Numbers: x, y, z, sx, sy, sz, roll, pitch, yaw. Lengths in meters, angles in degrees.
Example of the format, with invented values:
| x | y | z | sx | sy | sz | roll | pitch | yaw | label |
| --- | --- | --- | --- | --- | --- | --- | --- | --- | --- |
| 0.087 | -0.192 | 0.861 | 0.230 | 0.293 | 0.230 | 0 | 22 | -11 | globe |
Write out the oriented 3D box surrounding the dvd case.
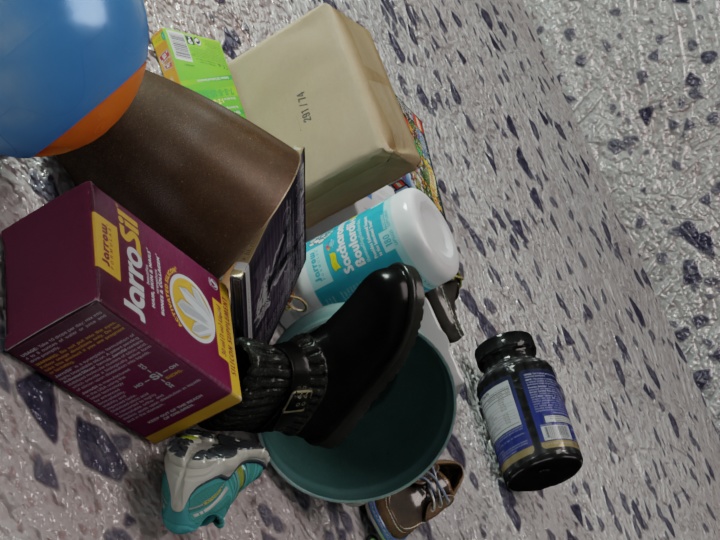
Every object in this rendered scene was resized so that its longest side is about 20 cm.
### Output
| x | y | z | sx | sy | sz | roll | pitch | yaw | label |
| --- | --- | --- | --- | --- | --- | --- | --- | --- | --- |
| -0.087 | -0.003 | 1.584 | 0.200 | 0.016 | 0.149 | -69 | 165 | -46 | dvd case |

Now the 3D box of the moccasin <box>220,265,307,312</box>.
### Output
| x | y | z | sx | sy | sz | roll | pitch | yaw | label |
| --- | --- | --- | --- | --- | --- | --- | --- | --- | --- |
| -0.100 | 0.022 | 1.704 | 0.074 | 0.077 | 0.202 | 56 | 21 | -20 | moccasin |

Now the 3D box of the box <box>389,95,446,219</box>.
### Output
| x | y | z | sx | sy | sz | roll | pitch | yaw | label |
| --- | --- | --- | --- | --- | --- | --- | --- | --- | --- |
| 0.060 | -0.170 | 2.395 | 0.137 | 0.038 | 0.201 | 39 | 31 | -48 | box |

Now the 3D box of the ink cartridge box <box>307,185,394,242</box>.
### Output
| x | y | z | sx | sy | sz | roll | pitch | yaw | label |
| --- | --- | --- | --- | --- | --- | --- | --- | --- | --- |
| 0.006 | -0.015 | 2.003 | 0.145 | 0.083 | 0.201 | 27 | 40 | -59 | ink cartridge box |

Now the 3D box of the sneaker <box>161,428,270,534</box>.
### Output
| x | y | z | sx | sy | sz | roll | pitch | yaw | label |
| --- | --- | --- | --- | --- | --- | --- | --- | --- | --- |
| -0.135 | 0.185 | 1.449 | 0.200 | 0.077 | 0.080 | 2 | 101 | -77 | sneaker |

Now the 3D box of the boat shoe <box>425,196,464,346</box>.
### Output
| x | y | z | sx | sy | sz | roll | pitch | yaw | label |
| --- | --- | --- | --- | --- | --- | --- | --- | --- | --- |
| 0.087 | -0.003 | 1.934 | 0.072 | 0.060 | 0.202 | 64 | 4 | -59 | boat shoe |

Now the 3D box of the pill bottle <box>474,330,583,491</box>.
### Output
| x | y | z | sx | sy | sz | roll | pitch | yaw | label |
| --- | --- | --- | --- | --- | --- | --- | --- | --- | --- |
| 0.222 | 0.189 | 2.237 | 0.112 | 0.111 | 0.201 | 32 | 37 | -54 | pill bottle |

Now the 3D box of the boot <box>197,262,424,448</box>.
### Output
| x | y | z | sx | sy | sz | roll | pitch | yaw | label |
| --- | --- | --- | --- | --- | --- | --- | --- | --- | --- |
| -0.047 | 0.072 | 1.501 | 0.157 | 0.212 | 0.079 | 18 | 20 | -38 | boot |

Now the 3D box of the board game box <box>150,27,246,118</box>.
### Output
| x | y | z | sx | sy | sz | roll | pitch | yaw | label |
| --- | --- | --- | --- | --- | --- | --- | --- | --- | --- |
| -0.167 | -0.175 | 1.841 | 0.095 | 0.030 | 0.201 | 6 | 56 | -52 | board game box |

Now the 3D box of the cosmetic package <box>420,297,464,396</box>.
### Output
| x | y | z | sx | sy | sz | roll | pitch | yaw | label |
| --- | --- | --- | --- | --- | --- | --- | --- | --- | --- |
| 0.058 | 0.108 | 1.870 | 0.200 | 0.084 | 0.108 | 81 | -14 | -78 | cosmetic package |

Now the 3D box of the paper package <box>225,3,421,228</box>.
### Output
| x | y | z | sx | sy | sz | roll | pitch | yaw | label |
| --- | --- | --- | --- | --- | --- | --- | --- | --- | --- |
| -0.055 | -0.171 | 1.893 | 0.103 | 0.190 | 0.201 | 18 | 48 | -61 | paper package |

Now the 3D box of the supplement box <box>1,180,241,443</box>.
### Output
| x | y | z | sx | sy | sz | roll | pitch | yaw | label |
| --- | --- | --- | --- | --- | --- | --- | --- | --- | --- |
| -0.202 | 0.039 | 1.400 | 0.200 | 0.103 | 0.131 | 40 | 31 | -46 | supplement box |

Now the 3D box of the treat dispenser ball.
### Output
| x | y | z | sx | sy | sz | roll | pitch | yaw | label |
| --- | --- | --- | --- | --- | --- | --- | --- | --- | --- |
| -0.276 | -0.194 | 1.366 | 0.201 | 0.200 | 0.201 | 50 | 24 | -31 | treat dispenser ball |

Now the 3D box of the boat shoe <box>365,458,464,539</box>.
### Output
| x | y | z | sx | sy | sz | roll | pitch | yaw | label |
| --- | --- | --- | --- | --- | --- | --- | --- | --- | --- |
| 0.064 | 0.245 | 1.833 | 0.073 | 0.072 | 0.200 | 62 | 20 | -1 | boat shoe |

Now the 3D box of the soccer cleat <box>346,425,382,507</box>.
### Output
| x | y | z | sx | sy | sz | roll | pitch | yaw | label |
| --- | --- | --- | --- | --- | --- | --- | --- | --- | --- |
| 0.009 | 0.183 | 1.783 | 0.086 | 0.070 | 0.201 | 52 | 23 | -39 | soccer cleat |

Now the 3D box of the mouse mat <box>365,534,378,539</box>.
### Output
| x | y | z | sx | sy | sz | roll | pitch | yaw | label |
| --- | --- | --- | --- | --- | --- | --- | --- | --- | --- |
| 0.027 | 0.373 | 1.679 | 0.162 | 0.008 | 0.200 | 61 | 19 | -6 | mouse mat |

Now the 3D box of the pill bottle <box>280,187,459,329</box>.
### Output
| x | y | z | sx | sy | sz | roll | pitch | yaw | label |
| --- | --- | --- | --- | --- | --- | --- | --- | --- | --- |
| 0.000 | 0.000 | 1.800 | 0.111 | 0.199 | 0.111 | 50 | 23 | -30 | pill bottle |

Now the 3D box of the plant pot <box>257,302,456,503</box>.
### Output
| x | y | z | sx | sy | sz | roll | pitch | yaw | label |
| --- | --- | --- | --- | --- | --- | --- | --- | --- | --- |
| -0.013 | 0.116 | 1.667 | 0.201 | 0.200 | 0.134 | 55 | 4 | -21 | plant pot |

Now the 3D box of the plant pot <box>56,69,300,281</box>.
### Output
| x | y | z | sx | sy | sz | roll | pitch | yaw | label |
| --- | --- | --- | --- | --- | --- | --- | --- | --- | --- |
| -0.190 | -0.102 | 1.534 | 0.200 | 0.187 | 0.187 | 40 | 26 | -17 | plant pot |
